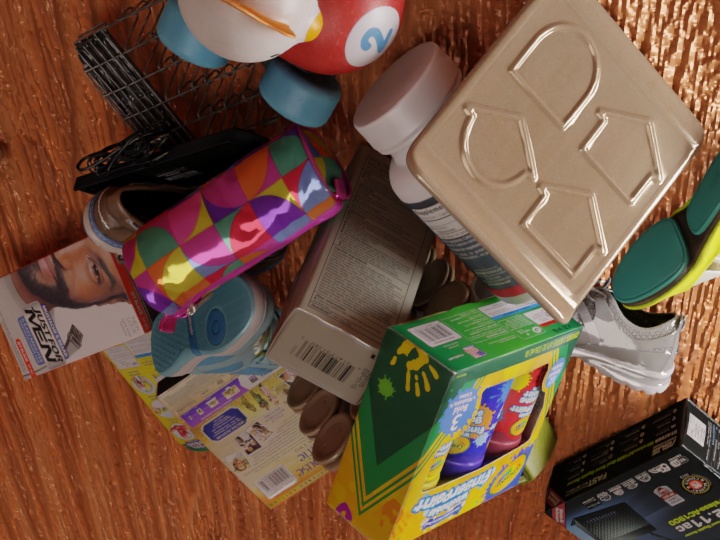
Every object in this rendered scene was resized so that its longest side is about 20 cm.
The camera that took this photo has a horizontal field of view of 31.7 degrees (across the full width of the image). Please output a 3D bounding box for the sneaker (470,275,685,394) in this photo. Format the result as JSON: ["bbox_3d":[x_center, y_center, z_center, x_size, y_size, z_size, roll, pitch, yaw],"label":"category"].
[{"bbox_3d":[0.196,0.034,1.134,0.197,0.075,0.083,20,115,0],"label":"sneaker"}]

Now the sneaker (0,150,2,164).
[{"bbox_3d":[-0.394,-0.084,1.244,0.083,0.073,0.202,17,136,9],"label":"sneaker"}]

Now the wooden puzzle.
[{"bbox_3d":[0.144,-0.093,0.943,0.185,0.201,0.046,43,167,-22],"label":"wooden puzzle"}]

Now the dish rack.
[{"bbox_3d":[-0.138,-0.175,1.062,0.198,0.055,0.154,-15,125,37],"label":"dish rack"}]

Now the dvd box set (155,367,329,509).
[{"bbox_3d":[-0.099,0.152,1.344,0.145,0.030,0.200,-34,119,14],"label":"dvd box set"}]

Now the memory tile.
[{"bbox_3d":[0.015,0.071,1.115,0.017,0.153,0.201,38,95,-26],"label":"memory tile"}]

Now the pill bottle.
[{"bbox_3d":[0.092,-0.080,1.011,0.119,0.120,0.200,-27,118,40],"label":"pill bottle"}]

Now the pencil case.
[{"bbox_3d":[-0.102,-0.037,1.043,0.199,0.089,0.089,-35,117,16],"label":"pencil case"}]

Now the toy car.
[{"bbox_3d":[-0.056,-0.188,0.867,0.175,0.201,0.186,29,115,-7],"label":"toy car"}]

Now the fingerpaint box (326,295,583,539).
[{"bbox_3d":[0.081,0.117,1.035,0.073,0.199,0.169,33,116,30],"label":"fingerpaint box"}]

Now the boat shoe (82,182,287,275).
[{"bbox_3d":[-0.143,-0.036,1.133,0.197,0.074,0.072,5,164,-32],"label":"boat shoe"}]

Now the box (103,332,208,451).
[{"bbox_3d":[-0.188,0.119,1.381,0.116,0.049,0.201,-11,125,31],"label":"box"}]

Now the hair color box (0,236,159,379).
[{"bbox_3d":[-0.286,0.030,1.292,0.198,0.064,0.112,-21,95,36],"label":"hair color box"}]

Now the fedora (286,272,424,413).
[{"bbox_3d":[0.007,0.089,1.235,0.198,0.091,0.178,27,137,-5],"label":"fedora"}]

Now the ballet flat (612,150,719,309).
[{"bbox_3d":[0.282,-0.028,1.029,0.066,0.068,0.201,11,139,-20],"label":"ballet flat"}]

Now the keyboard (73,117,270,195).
[{"bbox_3d":[-0.164,-0.102,1.093,0.198,0.040,0.103,-13,163,34],"label":"keyboard"}]

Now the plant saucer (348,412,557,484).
[{"bbox_3d":[0.086,0.179,1.235,0.197,0.048,0.200,-18,146,11],"label":"plant saucer"}]

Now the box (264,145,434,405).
[{"bbox_3d":[0.000,0.000,1.069,0.094,0.201,0.078,28,137,-7],"label":"box"}]

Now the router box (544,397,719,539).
[{"bbox_3d":[0.304,0.227,1.270,0.149,0.063,0.200,36,136,-16],"label":"router box"}]

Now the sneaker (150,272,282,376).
[{"bbox_3d":[-0.102,0.048,1.178,0.129,0.081,0.199,2,165,-33],"label":"sneaker"}]
